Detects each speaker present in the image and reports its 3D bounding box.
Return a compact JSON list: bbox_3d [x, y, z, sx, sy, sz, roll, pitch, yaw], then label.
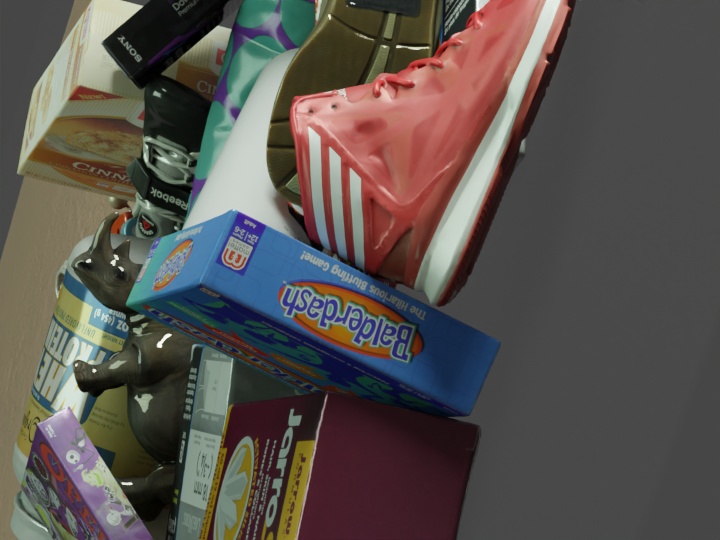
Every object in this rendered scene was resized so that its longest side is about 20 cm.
[{"bbox_3d":[-0.050,-0.046,1.601,0.200,0.081,0.081,-67,3,-52],"label":"speaker"}]

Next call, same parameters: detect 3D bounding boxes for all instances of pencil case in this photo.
[{"bbox_3d":[-0.053,-0.086,1.743,0.092,0.085,0.201,22,100,41],"label":"pencil case"}]

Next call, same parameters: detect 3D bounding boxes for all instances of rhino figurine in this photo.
[{"bbox_3d":[-0.130,0.060,1.687,0.060,0.087,0.201,-105,4,-78],"label":"rhino figurine"}]

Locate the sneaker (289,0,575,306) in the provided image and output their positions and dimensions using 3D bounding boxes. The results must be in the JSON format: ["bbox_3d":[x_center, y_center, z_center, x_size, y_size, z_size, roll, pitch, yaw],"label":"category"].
[{"bbox_3d":[0.030,-0.094,1.341,0.078,0.115,0.201,85,-153,-79],"label":"sneaker"}]

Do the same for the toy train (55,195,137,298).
[{"bbox_3d":[-0.183,0.028,2.124,0.200,0.055,0.151,147,121,-65],"label":"toy train"}]

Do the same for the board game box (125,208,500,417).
[{"bbox_3d":[-0.030,0.027,1.419,0.045,0.152,0.200,-66,12,-9],"label":"board game box"}]

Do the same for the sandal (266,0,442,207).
[{"bbox_3d":[0.004,-0.127,1.484,0.054,0.080,0.201,110,174,-82],"label":"sandal"}]

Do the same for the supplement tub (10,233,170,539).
[{"bbox_3d":[-0.145,0.090,1.797,0.145,0.144,0.201,-133,58,-72],"label":"supplement tub"}]

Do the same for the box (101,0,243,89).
[{"bbox_3d":[-0.082,-0.196,1.790,0.200,0.036,0.143,-42,2,-1],"label":"box"}]

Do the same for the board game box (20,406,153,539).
[{"bbox_3d":[-0.141,0.189,1.662,0.200,0.032,0.120,56,153,14],"label":"board game box"}]

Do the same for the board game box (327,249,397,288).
[{"bbox_3d":[0.000,0.000,1.605,0.103,0.019,0.201,-107,34,-64],"label":"board game box"}]

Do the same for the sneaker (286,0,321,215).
[{"bbox_3d":[0.010,-0.114,1.563,0.077,0.073,0.201,-14,51,35],"label":"sneaker"}]

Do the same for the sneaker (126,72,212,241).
[{"bbox_3d":[-0.117,-0.058,1.838,0.089,0.074,0.200,-53,-22,-15],"label":"sneaker"}]

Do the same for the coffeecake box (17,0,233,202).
[{"bbox_3d":[-0.148,-0.114,1.975,0.200,0.153,0.073,139,141,-65],"label":"coffeecake box"}]

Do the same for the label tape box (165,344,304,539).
[{"bbox_3d":[-0.072,0.145,1.595,0.144,0.063,0.201,175,103,-77],"label":"label tape box"}]

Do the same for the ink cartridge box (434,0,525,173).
[{"bbox_3d":[0.058,-0.117,1.478,0.095,0.037,0.201,124,157,-50],"label":"ink cartridge box"}]

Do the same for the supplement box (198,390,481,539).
[{"bbox_3d":[-0.018,0.127,1.425,0.200,0.085,0.111,164,120,-72],"label":"supplement box"}]
